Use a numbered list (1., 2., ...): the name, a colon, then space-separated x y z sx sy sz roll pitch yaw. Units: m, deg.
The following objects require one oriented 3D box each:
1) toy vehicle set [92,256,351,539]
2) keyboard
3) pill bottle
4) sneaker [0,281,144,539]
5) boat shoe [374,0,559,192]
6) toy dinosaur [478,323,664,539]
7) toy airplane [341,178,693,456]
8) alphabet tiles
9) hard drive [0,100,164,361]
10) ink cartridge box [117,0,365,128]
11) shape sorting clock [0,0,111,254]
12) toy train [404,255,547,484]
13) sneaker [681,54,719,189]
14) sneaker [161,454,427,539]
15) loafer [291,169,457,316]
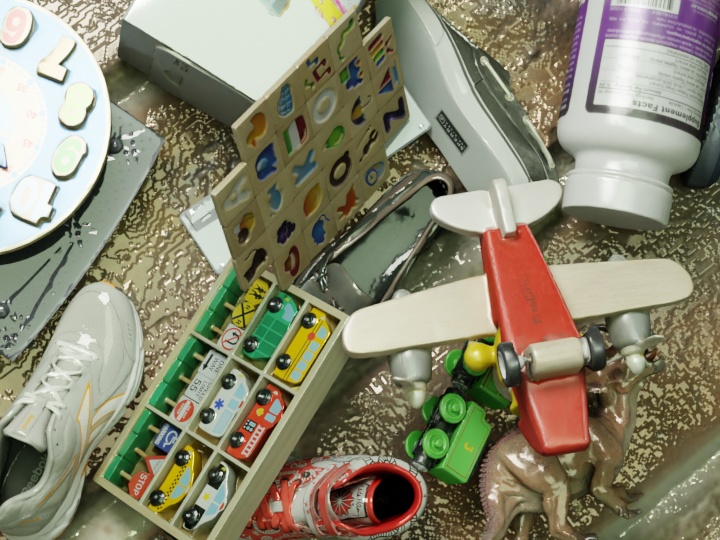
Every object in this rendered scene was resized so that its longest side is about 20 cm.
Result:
1. toy vehicle set: -0.097 0.099 1.414 0.124 0.027 0.201 26 80 35
2. keyboard: -0.042 -0.075 1.470 0.199 0.011 0.057 -35 91 -2
3. pill bottle: 0.211 -0.137 1.470 0.110 0.111 0.202 12 84 -6
4. sneaker: -0.218 0.101 1.394 0.075 0.092 0.202 17 81 15
5. boat shoe: 0.081 -0.134 1.480 0.063 0.071 0.201 -27 83 -34
6. toy dinosaur: 0.144 0.134 1.439 0.199 0.086 0.136 -27 88 -21
7. toy airplane: 0.113 0.034 1.388 0.199 0.142 0.199 25 55 21
8. alphabet tiles: -0.032 -0.084 1.381 0.006 0.167 0.200 26 59 30
9. hard drive: -0.250 -0.048 1.435 0.134 0.042 0.201 34 81 -3
10. ink cartridge box: -0.070 -0.214 1.422 0.144 0.145 0.201 32 82 -5
11. shape sorting clock: -0.280 -0.108 1.399 0.198 0.039 0.202 0 79 -1
12. toy train: 0.096 0.070 1.458 0.056 0.042 0.201 35 69 -18
13. sneaker: 0.317 -0.146 1.506 0.081 0.070 0.202 25 84 -4
14. sneaker: -0.049 0.166 1.409 0.199 0.108 0.068 -1 85 -8
15. loafer: 0.000 0.000 1.453 0.072 0.063 0.200 39 81 -1
